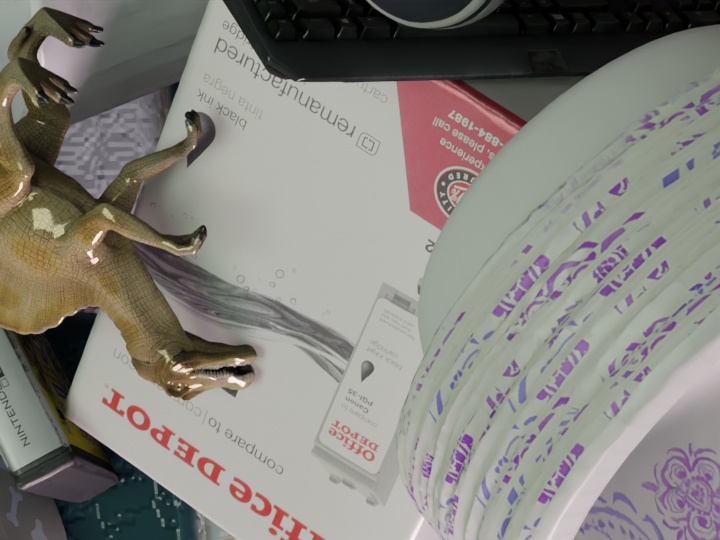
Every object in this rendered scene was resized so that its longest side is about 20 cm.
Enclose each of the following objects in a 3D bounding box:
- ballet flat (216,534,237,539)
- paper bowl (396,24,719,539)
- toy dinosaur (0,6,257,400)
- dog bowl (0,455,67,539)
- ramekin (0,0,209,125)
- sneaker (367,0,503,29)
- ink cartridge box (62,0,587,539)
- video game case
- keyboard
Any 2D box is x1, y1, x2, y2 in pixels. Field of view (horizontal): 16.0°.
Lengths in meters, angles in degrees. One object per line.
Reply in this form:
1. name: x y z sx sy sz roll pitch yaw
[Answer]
1. ballet flat: -0.037 0.085 0.998 0.067 0.068 0.201 -18 82 -6
2. paper bowl: 0.097 0.010 0.739 0.105 0.200 0.201 52 124 27
3. toy dinosaur: -0.116 -0.031 0.844 0.199 0.058 0.102 35 119 13
4. dog bowl: -0.210 0.136 1.136 0.199 0.059 0.202 9 106 33
5. ramekin: -0.119 -0.150 0.941 0.200 0.097 0.202 44 144 44
6. sneaker: -0.002 -0.162 0.699 0.078 0.079 0.202 0 103 33
7. ink cartridge box: 0.000 0.000 0.875 0.146 0.083 0.201 33 122 17
8. video game case: -0.151 0.004 0.997 0.025 0.200 0.182 -27 84 -4
9. keyboard: 0.033 -0.108 0.834 0.127 0.199 0.021 57 137 36
